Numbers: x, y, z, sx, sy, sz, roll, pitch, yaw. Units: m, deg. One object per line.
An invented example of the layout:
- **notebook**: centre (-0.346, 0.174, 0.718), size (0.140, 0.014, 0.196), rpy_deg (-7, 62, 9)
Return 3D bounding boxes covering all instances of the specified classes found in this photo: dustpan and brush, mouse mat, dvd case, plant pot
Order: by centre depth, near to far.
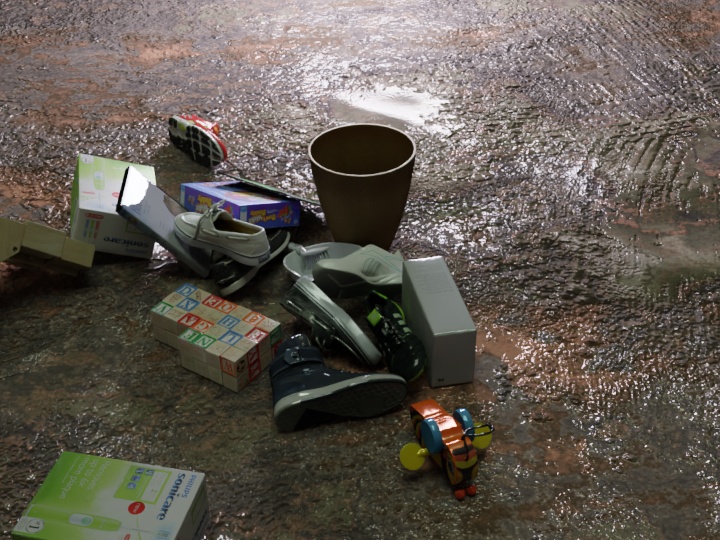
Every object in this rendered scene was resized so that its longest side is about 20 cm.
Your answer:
- **dustpan and brush**: centre (-0.090, -0.025, 1.884), size (0.138, 0.058, 0.199), rpy_deg (-21, 9, -28)
- **dvd case**: centre (-0.335, -0.086, 1.901), size (0.018, 0.199, 0.143), rpy_deg (-40, 28, 22)
- **plant pot**: centre (0.003, -0.124, 1.904), size (0.183, 0.202, 0.187), rpy_deg (0, 34, 0)
- **mouse mat**: centre (-0.150, -0.146, 2.029), size (0.198, 0.008, 0.160), rpy_deg (19, 4, 32)

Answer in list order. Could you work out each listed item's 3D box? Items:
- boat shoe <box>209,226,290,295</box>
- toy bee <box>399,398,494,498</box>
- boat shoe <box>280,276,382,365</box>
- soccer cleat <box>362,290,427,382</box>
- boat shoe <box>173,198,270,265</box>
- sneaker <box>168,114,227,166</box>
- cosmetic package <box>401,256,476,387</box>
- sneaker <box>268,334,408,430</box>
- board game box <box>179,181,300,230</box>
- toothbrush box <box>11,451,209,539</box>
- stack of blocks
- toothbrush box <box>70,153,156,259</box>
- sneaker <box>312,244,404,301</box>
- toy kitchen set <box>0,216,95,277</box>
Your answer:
- **boat shoe**: centre (-0.192, -0.033, 1.887), size (0.073, 0.061, 0.200), rpy_deg (-14, 23, 42)
- **toy bee**: centre (0.117, 0.247, 1.471), size (0.129, 0.110, 0.200), rpy_deg (-9, 9, 3)
- **boat shoe**: centre (-0.048, 0.094, 1.714), size (0.071, 0.072, 0.200), rpy_deg (-45, 58, -6)
- **soccer cleat**: centre (0.046, 0.100, 1.669), size (0.068, 0.081, 0.201), rpy_deg (-45, 28, 11)
- **boat shoe**: centre (-0.236, -0.078, 1.825), size (0.200, 0.087, 0.074), rpy_deg (23, 40, 33)
- **sneaker**: centre (-0.322, -0.280, 2.256), size (0.084, 0.078, 0.200), rpy_deg (-18, 38, -32)
- **cosmetic package**: centre (0.119, 0.076, 1.699), size (0.070, 0.103, 0.201), rpy_deg (-6, 35, -9)
- **sneaker**: centre (-0.038, 0.151, 1.615), size (0.199, 0.078, 0.147), rpy_deg (-8, 38, -8)
- **board game box**: centre (-0.219, -0.119, 1.975), size (0.133, 0.045, 0.199), rpy_deg (-6, 18, -39)
- **toothbrush box**: centre (-0.305, 0.318, 1.361), size (0.197, 0.087, 0.146), rpy_deg (8, 35, 11)
- **stack of blocks**: centre (-0.234, 0.102, 1.709), size (0.198, 0.059, 0.115), rpy_deg (21, 40, 29)
- **toothbrush box**: centre (-0.445, -0.117, 1.978), size (0.144, 0.087, 0.201), rpy_deg (9, 32, -20)
- **sneaker**: centre (0.000, 0.000, 1.781), size (0.198, 0.070, 0.081), rpy_deg (8, 54, -38)
- **toy kitchen set**: centre (-0.583, 0.024, 1.841), size (0.198, 0.183, 0.162), rpy_deg (18, -19, -31)
